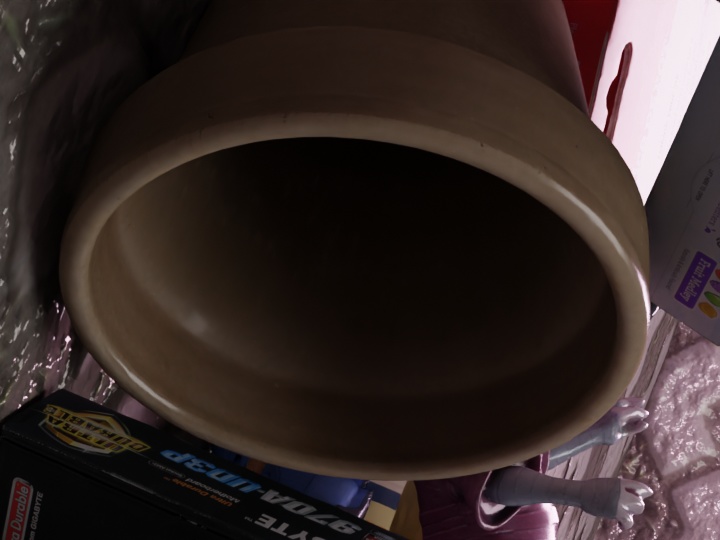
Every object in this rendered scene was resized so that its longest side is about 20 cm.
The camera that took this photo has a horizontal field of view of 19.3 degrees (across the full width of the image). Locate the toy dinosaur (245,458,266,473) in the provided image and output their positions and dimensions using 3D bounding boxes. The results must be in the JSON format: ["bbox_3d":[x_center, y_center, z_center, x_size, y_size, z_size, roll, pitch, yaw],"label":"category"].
[{"bbox_3d":[0.000,0.000,0.894,0.106,0.060,0.201,14,92,-41],"label":"toy dinosaur"}]

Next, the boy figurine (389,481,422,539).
[{"bbox_3d":[0.026,0.124,0.916,0.124,0.064,0.201,-77,-171,-85],"label":"boy figurine"}]

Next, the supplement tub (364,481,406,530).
[{"bbox_3d":[-0.017,0.198,1.046,0.145,0.144,0.201,80,33,-64],"label":"supplement tub"}]

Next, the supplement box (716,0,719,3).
[{"bbox_3d":[0.088,-0.183,0.758,0.104,0.200,0.101,-59,169,14],"label":"supplement box"}]

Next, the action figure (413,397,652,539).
[{"bbox_3d":[0.048,0.108,0.834,0.134,0.148,0.201,24,53,-76],"label":"action figure"}]

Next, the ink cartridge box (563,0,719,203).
[{"bbox_3d":[0.103,-0.069,0.884,0.200,0.067,0.117,6,97,-65],"label":"ink cartridge box"}]

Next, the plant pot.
[{"bbox_3d":[0.006,-0.048,0.756,0.201,0.199,0.175,93,4,-51],"label":"plant pot"}]

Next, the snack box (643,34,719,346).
[{"bbox_3d":[0.157,-0.074,0.702,0.142,0.053,0.200,-52,169,-22],"label":"snack box"}]

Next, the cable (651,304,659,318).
[{"bbox_3d":[0.120,-0.048,1.116,0.200,0.051,0.164,-22,100,-45],"label":"cable"}]

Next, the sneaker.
[{"bbox_3d":[-0.038,0.097,0.905,0.200,0.078,0.066,-81,-164,-79],"label":"sneaker"}]

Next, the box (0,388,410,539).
[{"bbox_3d":[-0.069,0.163,0.766,0.046,0.158,0.201,-35,144,-61],"label":"box"}]
